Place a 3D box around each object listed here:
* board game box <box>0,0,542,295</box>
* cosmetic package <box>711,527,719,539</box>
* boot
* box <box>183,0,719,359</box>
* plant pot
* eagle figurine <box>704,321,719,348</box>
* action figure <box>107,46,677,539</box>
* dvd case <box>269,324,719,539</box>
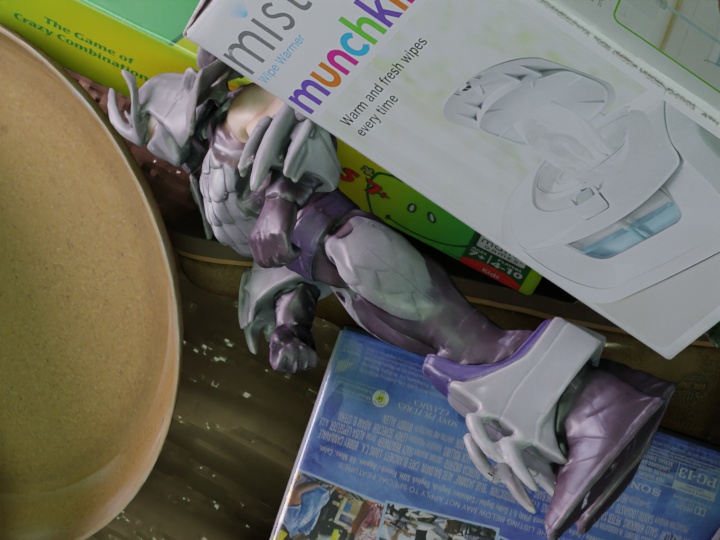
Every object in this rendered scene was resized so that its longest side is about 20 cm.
[{"bbox_3d":[-0.010,-0.085,0.861,0.200,0.048,0.102,26,63,1],"label":"board game box"},{"bbox_3d":[0.148,0.175,0.742,0.165,0.165,0.200,38,80,-4],"label":"cosmetic package"},{"bbox_3d":[0.029,0.023,0.900,0.199,0.074,0.076,12,110,-2],"label":"boot"},{"bbox_3d":[0.071,-0.110,0.775,0.176,0.200,0.097,32,139,-11],"label":"box"},{"bbox_3d":[-0.138,0.001,0.886,0.200,0.027,0.201,11,113,27],"label":"plant pot"},{"bbox_3d":[0.202,0.016,0.799,0.200,0.152,0.151,51,128,0],"label":"eagle figurine"},{"bbox_3d":[0.000,0.000,0.791,0.200,0.130,0.069,36,80,14],"label":"action figure"},{"bbox_3d":[0.030,0.132,0.835,0.142,0.018,0.200,18,80,4],"label":"dvd case"}]
